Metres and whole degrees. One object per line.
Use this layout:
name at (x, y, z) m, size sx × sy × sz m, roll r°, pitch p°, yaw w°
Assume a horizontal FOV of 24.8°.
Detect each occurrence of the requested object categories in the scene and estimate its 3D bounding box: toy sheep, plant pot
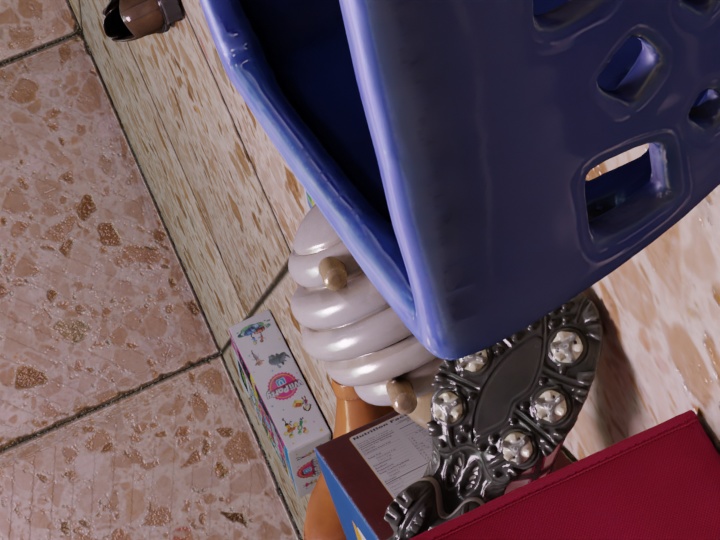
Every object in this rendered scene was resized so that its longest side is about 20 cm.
toy sheep at (0.017, 0.013, 1.030) m, size 0.201 × 0.137 × 0.138 m, roll 65°, pitch 170°, yaw -14°
plant pot at (0.044, -0.128, 0.447) m, size 0.200 × 0.179 × 0.201 m, roll -127°, pitch 18°, yaw -51°

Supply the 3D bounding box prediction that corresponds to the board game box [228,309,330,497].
board game box at (-0.101, 0.176, 2.153) m, size 0.201 × 0.064 × 0.148 m, roll 60°, pitch 168°, yaw 29°

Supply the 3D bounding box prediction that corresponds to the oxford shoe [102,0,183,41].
oxford shoe at (-0.261, -0.299, 1.876) m, size 0.073 × 0.084 × 0.200 m, roll 66°, pitch 171°, yaw -8°

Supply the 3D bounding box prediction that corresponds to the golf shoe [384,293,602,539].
golf shoe at (0.075, 0.093, 0.899) m, size 0.077 × 0.201 × 0.088 m, roll 33°, pitch -162°, yaw 20°

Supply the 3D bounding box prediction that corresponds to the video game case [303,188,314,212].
video game case at (0.000, 0.000, 1.380) m, size 0.183 × 0.022 × 0.201 m, roll 83°, pitch 162°, yaw -57°

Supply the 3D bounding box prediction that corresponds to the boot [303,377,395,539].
boot at (0.003, 0.099, 1.184) m, size 0.076 × 0.200 × 0.156 m, roll 18°, pitch 144°, yaw 29°

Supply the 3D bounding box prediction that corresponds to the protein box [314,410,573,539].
protein box at (0.085, 0.211, 1.089) m, size 0.200 × 0.134 × 0.199 m, roll -133°, pitch 22°, yaw -61°

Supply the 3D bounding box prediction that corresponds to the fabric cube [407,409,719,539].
fabric cube at (0.118, 0.227, 0.795) m, size 0.200 × 0.195 × 0.200 m, roll 60°, pitch 168°, yaw 29°
